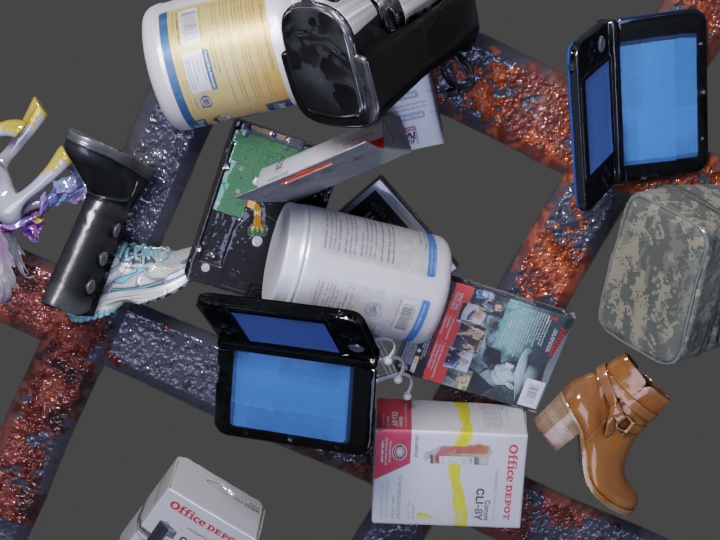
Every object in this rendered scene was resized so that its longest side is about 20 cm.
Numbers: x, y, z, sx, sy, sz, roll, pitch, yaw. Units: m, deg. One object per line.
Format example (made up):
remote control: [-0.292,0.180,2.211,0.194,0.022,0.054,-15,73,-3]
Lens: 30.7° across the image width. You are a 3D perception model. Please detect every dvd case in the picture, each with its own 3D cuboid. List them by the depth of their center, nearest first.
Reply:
dvd case: [0.000,0.000,1.630,0.200,0.025,0.150,-39,100,18]
dvd case: [0.157,0.091,1.677,0.198,0.022,0.147,17,112,-4]

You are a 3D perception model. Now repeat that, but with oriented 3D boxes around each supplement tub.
supplement tub: [-0.131,-0.247,1.473,0.198,0.145,0.146,-12,112,7]
supplement tub: [-0.004,0.003,1.529,0.198,0.132,0.133,14,113,-13]

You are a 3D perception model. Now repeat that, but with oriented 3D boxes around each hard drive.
hard drive: [-0.117,-0.068,1.576,0.139,0.038,0.202,16,101,-17]

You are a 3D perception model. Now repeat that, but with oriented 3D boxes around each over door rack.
over door rack: [-0.042,0.137,1.626,0.198,0.067,0.148,-5,155,10]

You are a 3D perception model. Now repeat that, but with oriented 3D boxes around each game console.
game console: [-0.087,0.119,1.503,0.198,0.117,0.176,6,156,14]
game console: [0.322,-0.184,1.510,0.117,0.171,0.202,5,116,28]

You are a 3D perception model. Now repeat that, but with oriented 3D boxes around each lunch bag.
lunch bag: [0.399,-0.005,1.568,0.167,0.139,0.202,-13,121,-39]

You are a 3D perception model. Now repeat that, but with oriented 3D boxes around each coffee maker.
coffee maker: [0.031,-0.231,1.367,0.134,0.200,0.193,-17,111,52]

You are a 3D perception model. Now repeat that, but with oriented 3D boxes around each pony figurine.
pony figurine: [-0.425,-0.079,1.561,0.199,0.167,0.194,-33,101,-1]

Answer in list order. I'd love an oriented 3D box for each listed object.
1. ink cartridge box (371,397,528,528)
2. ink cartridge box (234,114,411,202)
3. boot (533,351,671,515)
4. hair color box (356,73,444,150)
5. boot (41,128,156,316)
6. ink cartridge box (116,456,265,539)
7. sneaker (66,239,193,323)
ink cartridge box: [0.115,0.252,1.712,0.198,0.084,0.147,2,113,0]
ink cartridge box: [-0.043,-0.124,1.434,0.159,0.200,0.048,-21,86,16]
boot: [0.341,0.212,1.705,0.155,0.077,0.200,-39,100,12]
hair color box: [0.029,-0.238,1.519,0.098,0.061,0.202,-12,112,6]
boot: [-0.325,-0.050,1.523,0.065,0.165,0.201,26,89,25]
ink cartridge box: [-0.242,0.374,1.770,0.144,0.084,0.201,32,109,-11]
sneaker: [-0.284,-0.002,1.618,0.198,0.078,0.087,-20,105,7]
